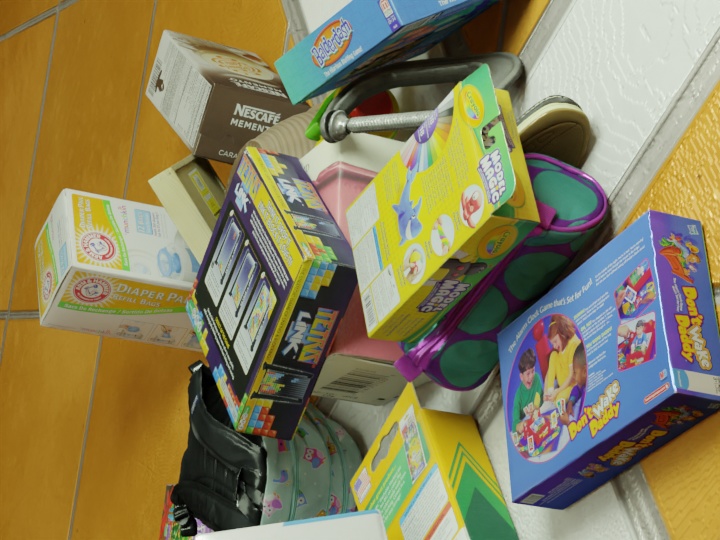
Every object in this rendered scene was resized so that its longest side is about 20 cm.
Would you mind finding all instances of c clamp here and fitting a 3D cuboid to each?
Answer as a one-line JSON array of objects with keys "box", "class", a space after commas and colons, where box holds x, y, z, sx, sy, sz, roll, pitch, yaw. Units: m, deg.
[{"box": [0.043, -0.133, 1.515, 0.199, 0.027, 0.171, 3, 37, 42], "class": "c clamp"}]

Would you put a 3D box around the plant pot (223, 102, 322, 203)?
[{"box": [-0.070, -0.067, 1.798, 0.201, 0.092, 0.202, -33, 52, 56], "class": "plant pot"}]

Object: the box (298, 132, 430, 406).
[{"box": [0.000, 0.000, 1.602, 0.128, 0.109, 0.201, -34, 51, 58], "class": "box"}]

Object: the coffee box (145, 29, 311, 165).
[{"box": [-0.140, -0.176, 1.966, 0.200, 0.114, 0.080, 48, 122, 59], "class": "coffee box"}]

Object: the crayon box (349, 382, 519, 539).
[{"box": [0.058, 0.199, 1.465, 0.126, 0.051, 0.200, -62, 31, 33], "class": "crayon box"}]

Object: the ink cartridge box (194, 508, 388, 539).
[{"box": [-0.050, 0.300, 1.460, 0.200, 0.146, 0.147, 99, 161, -57], "class": "ink cartridge box"}]

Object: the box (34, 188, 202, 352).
[{"box": [-0.232, 0.002, 1.984, 0.101, 0.199, 0.113, -55, 34, 40], "class": "box"}]

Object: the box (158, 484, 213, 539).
[{"box": [-0.171, 0.319, 1.914, 0.137, 0.039, 0.201, -11, 70, 63], "class": "box"}]

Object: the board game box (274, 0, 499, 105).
[{"box": [0.037, -0.209, 1.565, 0.200, 0.152, 0.045, -28, 88, 58], "class": "board game box"}]

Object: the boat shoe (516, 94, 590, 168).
[{"box": [0.104, -0.069, 1.452, 0.200, 0.073, 0.065, -52, 35, 37], "class": "boat shoe"}]

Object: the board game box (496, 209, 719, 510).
[{"box": [0.168, 0.066, 1.297, 0.200, 0.045, 0.135, -44, 42, 51], "class": "board game box"}]

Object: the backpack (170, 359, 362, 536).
[{"box": [-0.086, 0.177, 1.695, 0.200, 0.126, 0.168, -154, 65, -63], "class": "backpack"}]

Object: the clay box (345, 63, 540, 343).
[{"box": [0.062, -0.046, 1.357, 0.200, 0.047, 0.115, -45, 46, 45], "class": "clay box"}]

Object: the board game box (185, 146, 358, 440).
[{"box": [-0.076, 0.016, 1.562, 0.166, 0.056, 0.200, -66, 27, 22], "class": "board game box"}]

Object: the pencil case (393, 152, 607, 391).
[{"box": [0.101, 0.002, 1.411, 0.085, 0.092, 0.200, 43, 131, 14], "class": "pencil case"}]

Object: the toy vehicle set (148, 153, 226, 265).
[{"box": [-0.149, -0.052, 1.850, 0.026, 0.125, 0.200, -31, 5, 7], "class": "toy vehicle set"}]

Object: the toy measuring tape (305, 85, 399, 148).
[{"box": [0.016, -0.164, 1.698, 0.074, 0.073, 0.200, -34, 22, 56], "class": "toy measuring tape"}]
